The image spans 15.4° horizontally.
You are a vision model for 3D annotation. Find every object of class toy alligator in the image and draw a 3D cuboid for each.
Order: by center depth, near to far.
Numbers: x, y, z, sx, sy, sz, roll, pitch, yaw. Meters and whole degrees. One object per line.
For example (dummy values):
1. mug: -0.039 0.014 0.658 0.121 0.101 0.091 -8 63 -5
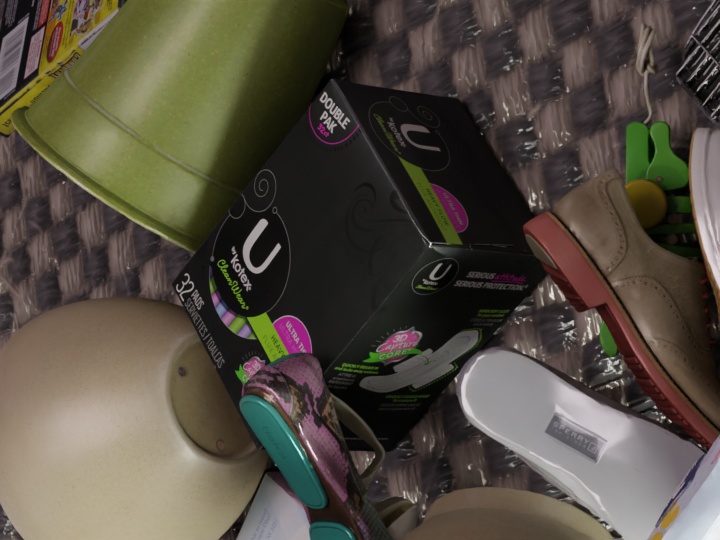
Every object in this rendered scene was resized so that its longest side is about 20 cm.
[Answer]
1. toy alligator: 0.181 -0.045 1.591 0.054 0.059 0.201 8 92 7

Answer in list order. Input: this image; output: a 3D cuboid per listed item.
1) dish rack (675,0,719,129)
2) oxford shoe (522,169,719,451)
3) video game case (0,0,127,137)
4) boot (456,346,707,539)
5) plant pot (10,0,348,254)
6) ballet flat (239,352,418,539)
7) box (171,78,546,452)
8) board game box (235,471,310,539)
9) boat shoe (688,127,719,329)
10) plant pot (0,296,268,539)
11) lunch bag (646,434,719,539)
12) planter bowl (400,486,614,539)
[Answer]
1. dish rack: 0.271 -0.105 1.490 0.154 0.054 0.200 -51 49 18
2. oxford shoe: 0.182 0.031 1.533 0.075 0.200 0.070 -39 7 -5
3. video game case: -0.210 -0.220 1.986 0.181 0.025 0.201 -34 39 39
4. boot: 0.152 0.110 1.586 0.200 0.096 0.074 36 96 14
5. plant pot: -0.105 -0.133 1.823 0.200 0.200 0.190 42 103 40
6. ballet flat: -0.007 0.140 1.654 0.069 0.071 0.200 -2 117 57
7. box: 0.000 0.000 1.722 0.200 0.124 0.149 -50 55 30
8. board game box: -0.031 0.272 1.784 0.199 0.043 0.200 40 114 39
9. boat shoe: 0.237 0.003 1.522 0.069 0.071 0.201 -19 64 18
10. plant pot: -0.135 0.103 1.795 0.134 0.200 0.201 -22 70 44
11. lunch bag: 0.227 0.142 1.414 0.127 0.200 0.170 49 121 37
12. planter bowl: 0.083 0.213 1.583 0.200 0.200 0.135 -20 46 44
